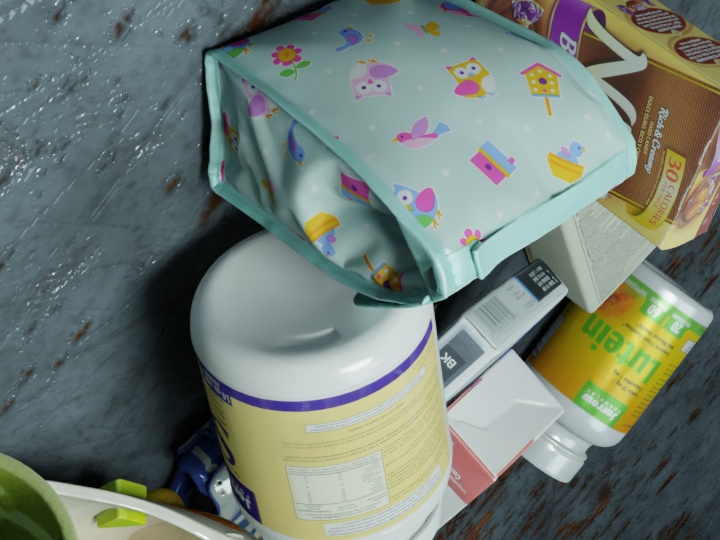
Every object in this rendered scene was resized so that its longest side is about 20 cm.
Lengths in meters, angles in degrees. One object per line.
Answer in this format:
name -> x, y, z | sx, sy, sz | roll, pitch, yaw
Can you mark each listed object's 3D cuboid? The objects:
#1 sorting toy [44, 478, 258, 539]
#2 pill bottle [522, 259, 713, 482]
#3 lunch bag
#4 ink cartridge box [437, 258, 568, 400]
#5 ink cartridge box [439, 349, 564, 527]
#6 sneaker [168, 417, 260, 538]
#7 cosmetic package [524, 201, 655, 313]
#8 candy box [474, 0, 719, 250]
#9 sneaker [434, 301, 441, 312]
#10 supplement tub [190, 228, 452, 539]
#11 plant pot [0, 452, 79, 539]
sorting toy -> -0.198, 0.193, 1.029 | 0.200, 0.107, 0.180 | -46, 141, 9
pill bottle -> 0.212, 0.086, 1.445 | 0.200, 0.111, 0.111 | -54, 151, 9
lunch bag -> 0.035, -0.068, 0.921 | 0.170, 0.200, 0.122 | -30, 141, -33
ink cartridge box -> 0.051, 0.084, 1.211 | 0.200, 0.043, 0.198 | -45, 174, 23
ink cartridge box -> 0.057, 0.159, 1.274 | 0.116, 0.068, 0.200 | -36, 171, -48
sneaker -> -0.079, 0.124, 1.126 | 0.088, 0.075, 0.200 | -2, 126, -53
cosmetic package -> 0.175, -0.059, 1.263 | 0.104, 0.073, 0.200 | -45, 151, -9
candy box -> 0.153, -0.119, 1.031 | 0.056, 0.200, 0.117 | -20, 140, -42
sneaker -> 0.039, 0.006, 1.154 | 0.072, 0.072, 0.200 | -30, 147, -33
supplement tub -> -0.019, 0.084, 1.002 | 0.145, 0.145, 0.201 | -34, 136, -26
plant pot -> -0.223, 0.229, 0.896 | 0.200, 0.200, 0.185 | -39, 142, -19
